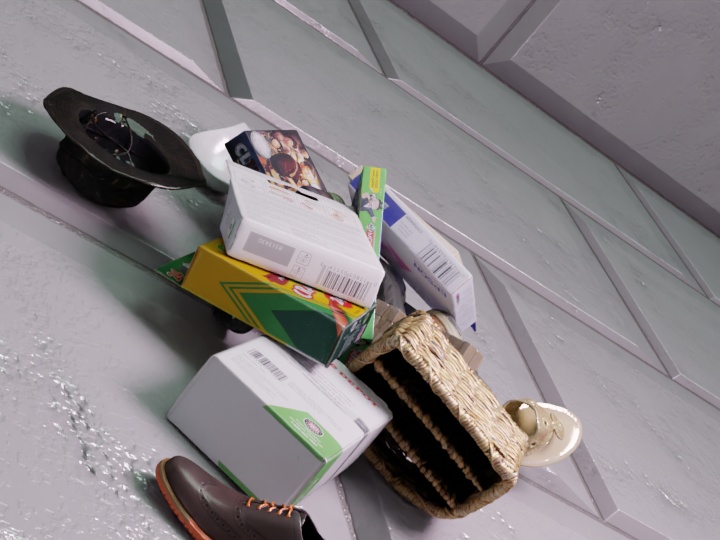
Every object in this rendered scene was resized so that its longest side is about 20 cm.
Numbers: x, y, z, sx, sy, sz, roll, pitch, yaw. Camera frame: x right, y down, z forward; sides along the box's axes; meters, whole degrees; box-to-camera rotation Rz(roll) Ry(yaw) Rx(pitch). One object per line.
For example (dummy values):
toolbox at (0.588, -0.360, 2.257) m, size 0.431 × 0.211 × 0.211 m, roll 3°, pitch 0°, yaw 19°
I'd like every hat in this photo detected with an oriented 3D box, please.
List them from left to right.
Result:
hat at (-0.270, -0.116, 1.680) m, size 0.200 × 0.081 × 0.201 m, roll 29°, pitch 18°, yaw -10°

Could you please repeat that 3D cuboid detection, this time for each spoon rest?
spoon rest at (-0.171, -0.152, 1.987) m, size 0.099 × 0.061 × 0.200 m, roll 39°, pitch 18°, yaw -6°

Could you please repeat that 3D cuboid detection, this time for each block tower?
block tower at (0.052, 0.082, 1.782) m, size 0.200 × 0.058 × 0.054 m, roll 27°, pitch -11°, yaw 41°

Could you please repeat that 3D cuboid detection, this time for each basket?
basket at (0.060, 0.163, 1.586) m, size 0.200 × 0.143 × 0.149 m, roll 51°, pitch 15°, yaw -1°

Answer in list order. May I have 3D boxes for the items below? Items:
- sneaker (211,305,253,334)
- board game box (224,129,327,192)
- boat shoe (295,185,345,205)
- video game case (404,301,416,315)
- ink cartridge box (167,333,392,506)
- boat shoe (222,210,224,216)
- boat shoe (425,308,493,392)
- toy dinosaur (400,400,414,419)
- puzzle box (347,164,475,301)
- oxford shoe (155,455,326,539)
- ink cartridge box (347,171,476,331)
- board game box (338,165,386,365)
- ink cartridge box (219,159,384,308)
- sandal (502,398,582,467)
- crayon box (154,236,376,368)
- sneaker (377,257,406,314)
sneaker at (-0.113, 0.018, 1.699) m, size 0.079 × 0.074 × 0.200 m, roll 42°, pitch 17°, yaw -15°
board game box at (-0.074, -0.072, 1.822) m, size 0.200 × 0.035 × 0.135 m, roll 63°, pitch 24°, yaw 6°
boat shoe at (-0.057, 0.001, 1.698) m, size 0.065 × 0.072 × 0.201 m, roll 23°, pitch 65°, yaw -47°
video game case at (0.096, 0.116, 1.976) m, size 0.143 × 0.019 × 0.200 m, roll 36°, pitch 20°, yaw -15°
ink cartridge box at (-0.072, 0.139, 1.477) m, size 0.146 × 0.084 × 0.200 m, roll 42°, pitch 18°, yaw 11°
boat shoe at (-0.086, -0.041, 1.885) m, size 0.200 × 0.070 × 0.070 m, roll 17°, pitch 26°, yaw -51°
boat shoe at (0.102, 0.143, 1.842) m, size 0.074 × 0.076 × 0.200 m, roll -12°, pitch 65°, yaw -36°
toy dinosaur at (0.042, 0.145, 1.738) m, size 0.102 × 0.077 × 0.200 m, roll 43°, pitch -14°, yaw -5°
puzzle box at (0.067, -0.042, 1.999) m, size 0.200 × 0.025 × 0.133 m, roll 44°, pitch -11°, yaw 31°
oxford shoe at (-0.084, 0.214, 1.302) m, size 0.200 × 0.073 × 0.071 m, roll 39°, pitch 19°, yaw -5°
ink cartridge box at (0.066, -0.012, 1.919) m, size 0.196 × 0.043 × 0.200 m, roll 47°, pitch -12°, yaw 21°
board game box at (0.000, 0.000, 1.732) m, size 0.029 × 0.201 × 0.135 m, roll 7°, pitch -19°, yaw -6°
ink cartridge box at (-0.069, -0.042, 1.599) m, size 0.161 × 0.050 × 0.200 m, roll 21°, pitch 14°, yaw -17°
sandal at (0.180, 0.183, 1.774) m, size 0.211 × 0.070 × 0.078 m, roll 8°, pitch 76°, yaw -21°
crayon box at (-0.093, 0.018, 1.545) m, size 0.200 × 0.051 × 0.127 m, roll 28°, pitch 16°, yaw 9°
sneaker at (0.030, 0.030, 1.954) m, size 0.099 × 0.078 × 0.200 m, roll 32°, pitch 21°, yaw -35°
